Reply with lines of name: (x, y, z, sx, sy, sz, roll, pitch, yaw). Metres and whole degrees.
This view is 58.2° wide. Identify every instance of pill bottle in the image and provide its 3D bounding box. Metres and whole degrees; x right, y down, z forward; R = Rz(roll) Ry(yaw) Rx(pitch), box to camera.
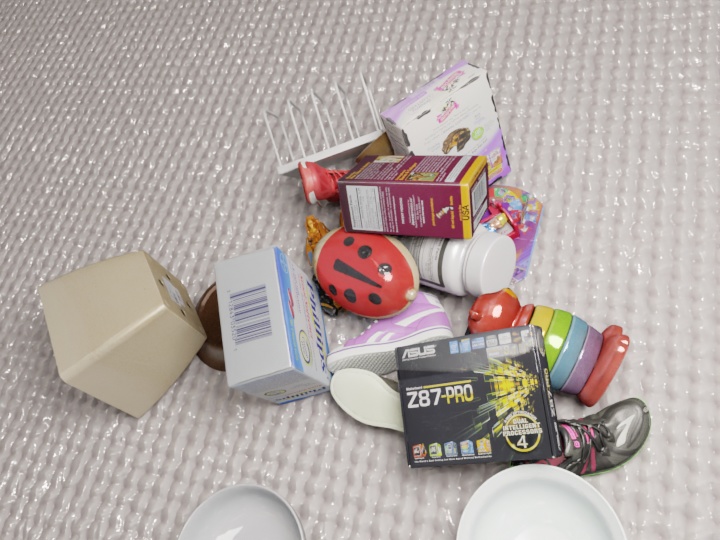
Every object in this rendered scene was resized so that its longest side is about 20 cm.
pill bottle: (0.130, -0.027, 0.997, 0.199, 0.114, 0.114, 18, 67, 41)

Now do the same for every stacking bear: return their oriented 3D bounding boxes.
stacking bear: (0.242, 0.091, 0.883, 0.198, 0.121, 0.115, 26, 101, 12)

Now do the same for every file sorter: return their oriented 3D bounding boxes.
file sorter: (-0.062, -0.262, 1.185, 0.198, 0.139, 0.126, -19, 92, 9)

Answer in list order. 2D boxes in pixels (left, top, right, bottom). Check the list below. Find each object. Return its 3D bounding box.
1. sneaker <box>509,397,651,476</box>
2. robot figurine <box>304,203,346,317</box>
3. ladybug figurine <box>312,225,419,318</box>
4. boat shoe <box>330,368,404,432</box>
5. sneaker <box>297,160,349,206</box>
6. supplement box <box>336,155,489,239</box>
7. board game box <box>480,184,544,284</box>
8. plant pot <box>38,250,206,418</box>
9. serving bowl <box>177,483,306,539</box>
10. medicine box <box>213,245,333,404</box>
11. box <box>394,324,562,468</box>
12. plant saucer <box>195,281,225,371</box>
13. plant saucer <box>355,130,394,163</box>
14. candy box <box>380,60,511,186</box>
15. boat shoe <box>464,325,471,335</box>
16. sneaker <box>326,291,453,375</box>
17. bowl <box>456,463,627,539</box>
sneaker: (0.286, 0.225, 0.834, 0.199, 0.084, 0.077, -29, 56, 2)
robot figurine: (-0.029, -0.019, 1.104, 0.144, 0.058, 0.201, -23, 55, 7)
ladybug figurine: (0.000, 0.000, 0.985, 0.199, 0.072, 0.137, 22, 99, 34)
boat shoe: (0.049, 0.196, 0.950, 0.200, 0.060, 0.073, 16, 89, 27)
sneaker: (-0.036, -0.161, 1.118, 0.114, 0.200, 0.079, -14, 93, 7)
supplement box: (0.080, -0.112, 0.955, 0.198, 0.087, 0.110, 5, 31, 25)
board game box: (0.208, -0.069, 1.060, 0.156, 0.039, 0.202, 10, 64, 24)
plant pot: (-0.377, 0.090, 1.077, 0.176, 0.200, 0.200, -33, 55, -1)
serving bowl: (-0.159, 0.405, 0.897, 0.198, 0.066, 0.202, -9, 58, 14)
medicine box: (-0.124, 0.089, 0.970, 0.102, 0.200, 0.184, -16, 69, 10)
box: (0.148, 0.166, 0.840, 0.198, 0.049, 0.163, -12, 75, 29)
plant saucer: (-0.215, 0.075, 1.130, 0.198, 0.037, 0.202, -8, 59, 14)
plant saucer: (0.082, -0.235, 1.138, 0.199, 0.200, 0.036, -35, 90, -3)
candy box: (0.143, -0.206, 1.055, 0.167, 0.201, 0.072, -34, 41, -9)
boat shoe: (0.170, 0.125, 0.944, 0.060, 0.075, 0.201, -37, 25, 45)
sneaker: (0.038, 0.094, 1.014, 0.198, 0.073, 0.115, -15, 52, 0)
bowl: (0.220, 0.347, 0.782, 0.199, 0.091, 0.203, -9, 58, 15)
